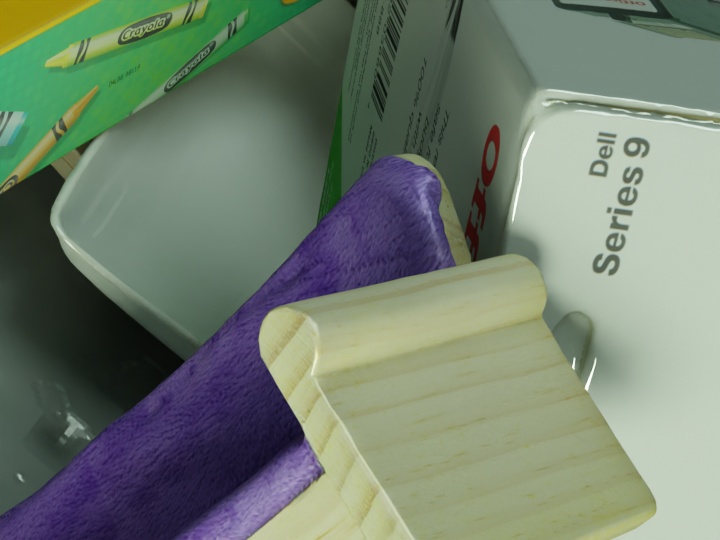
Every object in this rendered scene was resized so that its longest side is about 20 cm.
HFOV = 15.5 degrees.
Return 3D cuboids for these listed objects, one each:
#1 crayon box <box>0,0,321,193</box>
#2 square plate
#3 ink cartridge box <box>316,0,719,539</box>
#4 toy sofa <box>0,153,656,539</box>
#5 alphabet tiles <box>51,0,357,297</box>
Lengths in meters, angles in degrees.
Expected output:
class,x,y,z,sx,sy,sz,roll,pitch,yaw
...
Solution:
class,x,y,z,sx,sy,sz,roll,pitch,yaw
crayon box,-0.099,-0.100,0.774,0.119,0.058,0.200,35,42,18
square plate,0.000,0.000,0.834,0.200,0.028,0.198,41,35,-15
ink cartridge box,0.047,-0.007,0.669,0.084,0.147,0.200,7,23,-12
toy sofa,-0.043,0.066,0.573,0.083,0.200,0.098,-13,67,-52
alphabet tiles,-0.047,-0.064,0.883,0.196,0.015,0.200,46,32,-6
